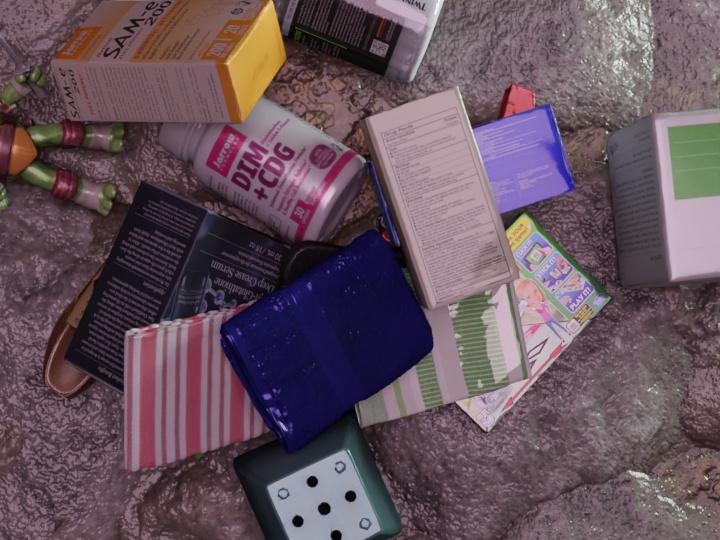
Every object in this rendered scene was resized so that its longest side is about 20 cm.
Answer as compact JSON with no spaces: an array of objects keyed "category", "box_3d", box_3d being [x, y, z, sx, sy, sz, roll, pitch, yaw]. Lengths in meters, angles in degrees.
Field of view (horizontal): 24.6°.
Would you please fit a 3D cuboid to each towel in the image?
[{"category":"towel","box_3d":[-0.033,0.067,1.634,0.199,0.049,0.149,-33,107,-21]},{"category":"towel","box_3d":[-0.151,0.108,1.626,0.199,0.030,0.148,-13,115,-38]},{"category":"towel","box_3d":[0.076,0.065,1.709,0.198,0.023,0.154,-13,92,-20]}]

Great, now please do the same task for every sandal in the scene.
[{"category":"sandal","box_3d":[0.000,0.000,1.719,0.199,0.045,0.076,13,110,-33]}]

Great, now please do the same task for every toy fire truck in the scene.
[{"category":"toy fire truck","box_3d":[0.102,-0.108,1.762,0.140,0.049,0.202,13,87,-4]}]

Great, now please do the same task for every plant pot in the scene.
[{"category":"plant pot","box_3d":[-0.040,0.233,1.660,0.140,0.200,0.142,-24,89,-4]}]

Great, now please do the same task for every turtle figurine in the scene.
[{"category":"turtle figurine","box_3d":[-0.335,-0.128,1.676,0.192,0.200,0.145,11,48,-23]}]

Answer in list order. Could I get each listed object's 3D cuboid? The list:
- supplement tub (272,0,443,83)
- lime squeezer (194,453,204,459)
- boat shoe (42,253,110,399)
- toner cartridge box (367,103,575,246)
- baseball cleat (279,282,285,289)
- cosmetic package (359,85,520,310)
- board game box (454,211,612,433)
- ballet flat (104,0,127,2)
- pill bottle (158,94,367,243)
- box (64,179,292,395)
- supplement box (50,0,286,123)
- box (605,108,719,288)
[{"category":"supplement tub","box_3d":[-0.017,-0.286,1.727,0.198,0.123,0.124,22,86,-3]},{"category":"lime squeezer","box_3d":[-0.094,0.134,1.730,0.198,0.038,0.071,-20,102,14]},{"category":"boat shoe","box_3d":[-0.268,0.039,1.719,0.075,0.074,0.201,31,86,-1]},{"category":"toner cartridge box","box_3d":[0.115,-0.099,1.716,0.198,0.043,0.096,-17,92,-6]},{"category":"baseball cleat","box_3d":[-0.036,0.053,1.735,0.198,0.070,0.107,24,86,-3]},{"category":"cosmetic package","box_3d":[0.077,-0.072,1.647,0.102,0.087,0.202,-18,95,-4]},{"category":"board game box","box_3d":[0.154,0.055,1.767,0.135,0.029,0.200,43,85,-1]},{"category":"ballet flat","box_3d":[-0.194,-0.265,1.744,0.199,0.071,0.071,31,86,2]},{"category":"pill bottle","box_3d":[-0.103,-0.117,1.712,0.199,0.113,0.114,32,86,8]},{"category":"box","box_3d":[-0.181,0.034,1.668,0.107,0.148,0.202,24,90,37]},{"category":"supplement box","box_3d":[-0.191,-0.211,1.651,0.198,0.126,0.074,3,129,22]},{"category":"box","box_3d":[0.376,-0.075,1.701,0.197,0.200,0.173,-5,89,-5]}]
